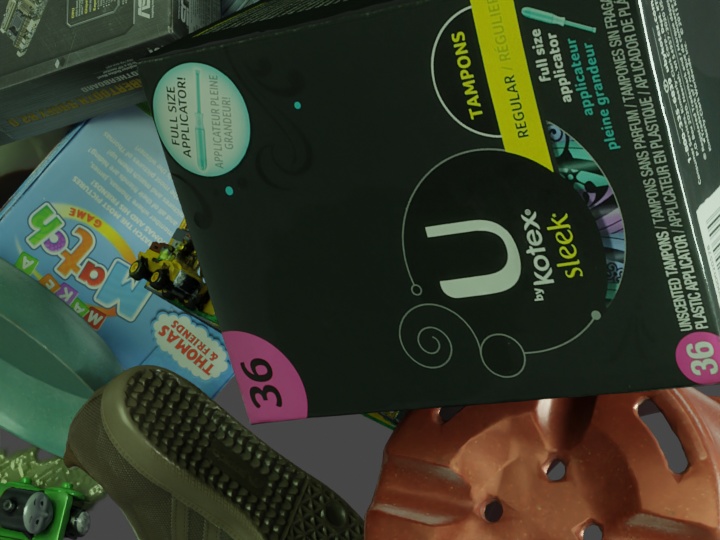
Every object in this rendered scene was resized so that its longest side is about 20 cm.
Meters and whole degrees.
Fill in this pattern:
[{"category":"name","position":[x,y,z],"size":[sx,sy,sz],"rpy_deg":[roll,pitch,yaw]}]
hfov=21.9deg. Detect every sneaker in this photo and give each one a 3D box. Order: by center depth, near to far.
[{"category":"sneaker","position":[-0.060,0.130,0.911],"size":[0.075,0.200,0.071],"rpy_deg":[-36,10,43]}]

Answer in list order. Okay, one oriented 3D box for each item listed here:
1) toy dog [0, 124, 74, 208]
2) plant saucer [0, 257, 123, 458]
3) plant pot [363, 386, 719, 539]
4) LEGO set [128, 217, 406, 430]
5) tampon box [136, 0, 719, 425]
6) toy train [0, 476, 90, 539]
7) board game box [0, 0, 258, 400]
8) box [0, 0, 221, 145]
[{"category":"toy dog","position":[-0.194,-0.086,1.050],"size":[0.199,0.140,0.195],"rpy_deg":[-14,61,18]},{"category":"plant saucer","position":[-0.194,0.034,0.978],"size":[0.199,0.200,0.036],"rpy_deg":[18,62,31]},{"category":"plant pot","position":[0.106,0.125,0.783],"size":[0.200,0.195,0.202],"rpy_deg":[-10,68,24]},{"category":"LEGO set","position":[0.000,0.000,0.893],"size":[0.116,0.199,0.154],"rpy_deg":[-61,26,-6]},{"category":"tampon box","position":[0.046,-0.041,0.696],"size":[0.199,0.126,0.151],"rpy_deg":[-8,107,30]},{"category":"toy train","position":[-0.241,0.127,1.042],"size":[0.199,0.056,0.042],"rpy_deg":[3,73,28]},{"category":"board game box","position":[-0.081,-0.041,0.979],"size":[0.200,0.151,0.037],"rpy_deg":[-48,15,2]},{"category":"box","position":[-0.148,-0.175,0.963],"size":[0.158,0.048,0.201],"rpy_deg":[-15,62,25]}]
